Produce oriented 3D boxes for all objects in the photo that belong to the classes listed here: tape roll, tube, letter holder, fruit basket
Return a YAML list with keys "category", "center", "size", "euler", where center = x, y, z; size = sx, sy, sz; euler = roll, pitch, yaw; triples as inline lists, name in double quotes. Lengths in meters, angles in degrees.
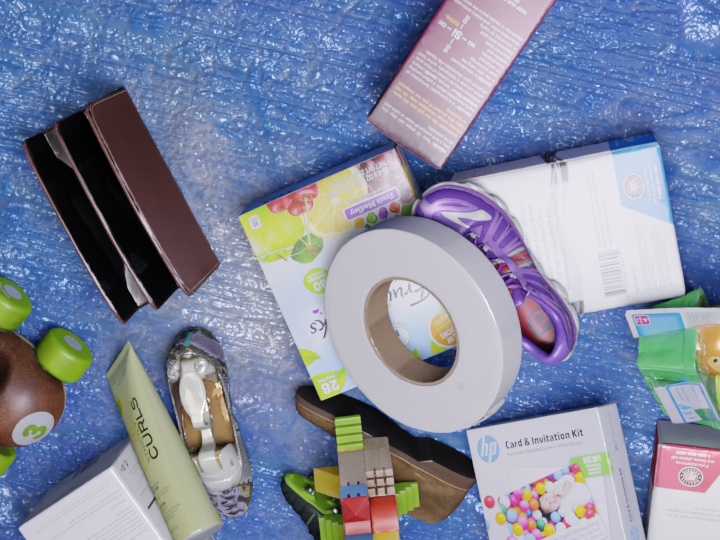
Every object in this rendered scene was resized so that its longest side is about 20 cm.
- category: "tape roll"
  center: [0.055, 0.050, 1.551]
  size: [0.202, 0.037, 0.204]
  euler: [19, 123, 31]
- category: "tube"
  center: [-0.199, 0.173, 1.679]
  size: [0.058, 0.052, 0.201]
  euler: [-30, 74, 13]
- category: "letter holder"
  center: [-0.234, -0.056, 1.625]
  size: [0.100, 0.142, 0.201]
  euler: [-26, 98, 11]
- category: "fruit basket"
  center: [0.359, 0.087, 1.568]
  size: [0.199, 0.185, 0.094]
  euler: [2, 60, 27]

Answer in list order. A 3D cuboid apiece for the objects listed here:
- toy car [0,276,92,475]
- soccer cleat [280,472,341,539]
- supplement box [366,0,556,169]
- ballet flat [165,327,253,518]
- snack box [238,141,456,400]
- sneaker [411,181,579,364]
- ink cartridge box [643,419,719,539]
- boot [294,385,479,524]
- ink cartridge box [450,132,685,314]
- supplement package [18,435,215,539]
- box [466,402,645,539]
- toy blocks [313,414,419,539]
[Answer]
- category: "toy car"
  center: [-0.376, 0.123, 1.649]
  size: [0.158, 0.200, 0.165]
  euler: [40, 104, -3]
- category: "soccer cleat"
  center: [-0.014, 0.285, 1.715]
  size: [0.200, 0.068, 0.081]
  euler: [42, 105, -7]
- category: "supplement box"
  center: [0.097, -0.203, 1.573]
  size: [0.085, 0.110, 0.201]
  euler: [34, 103, -1]
- category: "ballet flat"
  center: [-0.155, 0.160, 1.701]
  size: [0.071, 0.072, 0.202]
  euler: [-10, 101, 8]
- category: "snack box"
  center: [0.000, 0.000, 1.650]
  size: [0.168, 0.068, 0.201]
  euler: [-23, 101, 10]
- category: "sneaker"
  center: [0.127, 0.001, 1.542]
  size: [0.081, 0.083, 0.200]
  euler: [-43, 93, 14]
- category: "ink cartridge box"
  center: [0.347, 0.259, 1.660]
  size: [0.144, 0.083, 0.202]
  euler: [6, 103, 5]
- category: "boot"
  center: [0.014, 0.184, 1.690]
  size: [0.199, 0.074, 0.076]
  euler: [30, 111, -4]
- category: "ink cartridge box"
  center: [0.195, -0.037, 1.611]
  size: [0.198, 0.086, 0.148]
  euler: [-10, 101, 10]
- category: "supplement package"
  center: [-0.224, 0.287, 1.709]
  size: [0.121, 0.120, 0.201]
  euler: [-32, 97, 11]
- category: "box"
  center: [0.193, 0.238, 1.637]
  size: [0.155, 0.041, 0.202]
  euler: [-14, 85, 38]
- category: "toy blocks"
  center: [0.011, 0.254, 1.601]
  size: [0.099, 0.137, 0.202]
  euler: [-6, 108, -1]
